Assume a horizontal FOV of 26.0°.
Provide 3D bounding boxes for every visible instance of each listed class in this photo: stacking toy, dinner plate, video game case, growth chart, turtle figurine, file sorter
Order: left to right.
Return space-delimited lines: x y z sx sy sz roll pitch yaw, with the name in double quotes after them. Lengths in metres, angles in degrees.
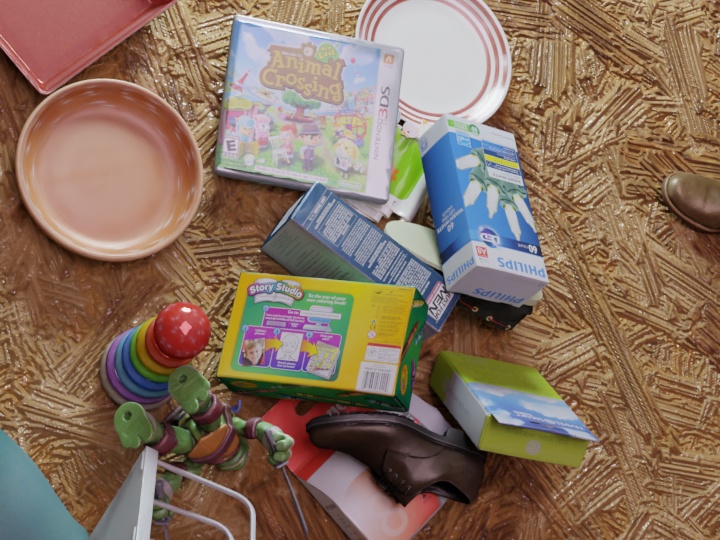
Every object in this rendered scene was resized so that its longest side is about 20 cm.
-0.193 0.296 1.448 0.124 0.200 0.139 24 29 -18 "file sorter"
-0.195 0.079 1.529 0.085 0.200 0.086 6 73 -20 "stacking toy"
-0.144 0.190 1.519 0.143 0.194 0.201 -5 61 22 "turtle figurine"
-0.056 -0.178 1.733 0.199 0.022 0.183 9 77 -13 "video game case"
-0.003 -0.134 1.761 0.199 0.018 0.145 24 75 -10 "growth chart"
0.084 -0.253 1.838 0.199 0.024 0.201 6 72 -21 "dinner plate"

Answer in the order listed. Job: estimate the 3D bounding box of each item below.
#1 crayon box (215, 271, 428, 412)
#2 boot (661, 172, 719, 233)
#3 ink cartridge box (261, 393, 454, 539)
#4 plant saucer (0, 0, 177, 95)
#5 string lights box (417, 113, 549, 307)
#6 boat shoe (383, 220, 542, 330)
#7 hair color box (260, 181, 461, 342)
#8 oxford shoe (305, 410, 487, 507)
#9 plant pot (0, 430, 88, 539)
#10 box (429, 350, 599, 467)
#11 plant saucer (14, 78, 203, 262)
-0.039 0.073 1.615 0.199 0.058 0.119 5 69 19 "crayon box"
0.465 -0.078 1.912 0.199 0.075 0.074 20 70 -14 "boot"
0.011 0.186 1.666 0.162 0.050 0.200 -43 96 -27 "ink cartridge box"
-0.333 -0.310 1.681 0.200 0.037 0.200 -42 92 -27 "plant saucer"
0.133 -0.066 1.714 0.102 0.059 0.201 12 53 -33 "string lights box"
0.105 0.008 1.735 0.201 0.063 0.074 25 32 -21 "boat shoe"
0.000 0.000 1.687 0.200 0.100 0.061 38 61 -8 "hair color box"
0.036 0.196 1.613 0.199 0.073 0.085 15 67 -11 "oxford shoe"
-0.358 0.240 1.424 0.188 0.200 0.201 41 64 -21 "plant pot"
0.160 0.149 1.659 0.121 0.200 0.048 12 105 -18 "box"
-0.266 -0.103 1.647 0.199 0.037 0.201 6 73 -20 "plant saucer"
